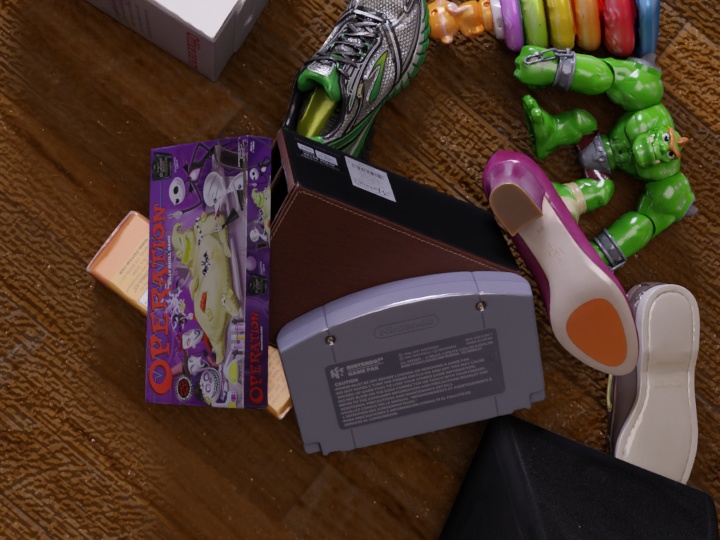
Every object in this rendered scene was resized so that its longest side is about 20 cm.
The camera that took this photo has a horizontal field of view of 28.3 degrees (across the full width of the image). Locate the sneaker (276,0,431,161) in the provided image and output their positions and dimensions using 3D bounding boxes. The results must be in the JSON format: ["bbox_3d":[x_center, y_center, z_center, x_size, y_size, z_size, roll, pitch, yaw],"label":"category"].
[{"bbox_3d":[-0.005,-0.164,1.171,0.078,0.085,0.200,19,82,24],"label":"sneaker"}]

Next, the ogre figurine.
[{"bbox_3d":[0.207,-0.100,1.189,0.120,0.098,0.200,-18,82,1],"label":"ogre figurine"}]

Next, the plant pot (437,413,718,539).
[{"bbox_3d":[0.162,0.256,1.090,0.200,0.177,0.200,22,101,-4],"label":"plant pot"}]

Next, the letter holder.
[{"bbox_3d":[0.000,0.000,1.140,0.200,0.101,0.142,20,115,-21],"label":"letter holder"}]

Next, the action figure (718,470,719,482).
[{"bbox_3d":[0.400,0.152,1.200,0.199,0.065,0.099,1,94,-6],"label":"action figure"}]

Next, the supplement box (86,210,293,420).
[{"bbox_3d":[-0.124,0.038,1.164,0.200,0.067,0.069,36,83,0],"label":"supplement box"}]

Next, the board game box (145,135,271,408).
[{"bbox_3d":[-0.116,0.003,1.082,0.032,0.120,0.201,3,86,-41],"label":"board game box"}]

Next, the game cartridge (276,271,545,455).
[{"bbox_3d":[0.040,0.069,1.112,0.200,0.041,0.134,-12,128,-1],"label":"game cartridge"}]

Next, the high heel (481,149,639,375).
[{"bbox_3d":[0.162,-0.008,1.153,0.067,0.096,0.200,-36,105,19],"label":"high heel"}]

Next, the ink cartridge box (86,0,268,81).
[{"bbox_3d":[-0.161,-0.276,1.147,0.200,0.147,0.146,33,83,-2],"label":"ink cartridge box"}]

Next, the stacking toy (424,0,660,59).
[{"bbox_3d":[0.148,-0.222,1.200,0.199,0.110,0.116,-10,69,6],"label":"stacking toy"}]

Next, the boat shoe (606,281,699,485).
[{"bbox_3d":[0.238,0.109,1.191,0.072,0.060,0.201,3,94,-17],"label":"boat shoe"}]
